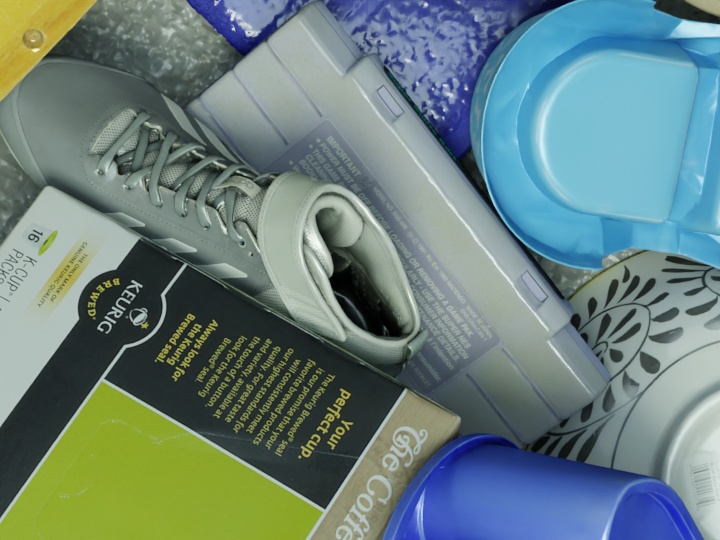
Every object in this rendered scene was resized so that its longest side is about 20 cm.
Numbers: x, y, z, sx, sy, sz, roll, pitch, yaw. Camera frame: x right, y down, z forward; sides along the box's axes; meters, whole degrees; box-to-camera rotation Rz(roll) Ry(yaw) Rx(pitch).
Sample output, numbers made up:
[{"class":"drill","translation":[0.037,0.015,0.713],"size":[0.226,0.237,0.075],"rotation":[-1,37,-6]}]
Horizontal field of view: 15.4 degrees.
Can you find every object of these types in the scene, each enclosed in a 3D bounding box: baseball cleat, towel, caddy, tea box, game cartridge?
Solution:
[{"class":"baseball cleat","translation":[-0.054,-0.031,1.056],"size":[0.200,0.106,0.070],"rotation":[36,64,-3]},{"class":"towel","translation":[-0.003,-0.143,1.138],"size":[0.200,0.050,0.148],"rotation":[43,85,-5]},{"class":"caddy","translation":[0.067,0.151,1.020],"size":[0.104,0.200,0.142],"rotation":[5,56,31]},{"class":"tea box","translation":[-0.093,0.113,1.039],"size":[0.196,0.134,0.200],"rotation":[29,66,14]},{"class":"game cartridge","translation":[0.000,0.000,1.117],"size":[0.129,0.038,0.200],"rotation":[-36,94,26]}]

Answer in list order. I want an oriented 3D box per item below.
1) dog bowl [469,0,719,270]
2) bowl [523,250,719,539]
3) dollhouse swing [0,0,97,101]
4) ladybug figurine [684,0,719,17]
[{"class":"dog bowl","translation":[0.136,-0.054,1.109],"size":[0.199,0.050,0.112],"rotation":[8,99,-17]},{"class":"bowl","translation":[0.162,0.086,1.128],"size":[0.199,0.094,0.202],"rotation":[0,90,-4]},{"class":"dollhouse swing","translation":[-0.214,-0.178,1.072],"size":[0.200,0.176,0.182],"rotation":[36,112,-30]},{"class":"ladybug figurine","translation":[0.154,-0.198,1.132],"size":[0.135,0.072,0.201],"rotation":[-12,92,-3]}]
